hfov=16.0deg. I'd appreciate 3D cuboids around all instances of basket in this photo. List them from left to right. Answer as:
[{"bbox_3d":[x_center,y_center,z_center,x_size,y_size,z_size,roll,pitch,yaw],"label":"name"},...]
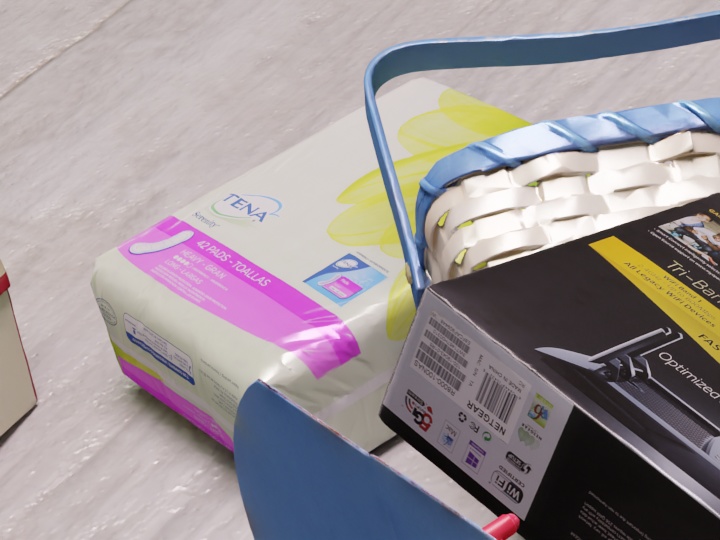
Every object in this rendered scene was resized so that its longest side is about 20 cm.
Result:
[{"bbox_3d":[0.095,-0.017,0.980,0.176,0.139,0.200,-6,56,0],"label":"basket"}]

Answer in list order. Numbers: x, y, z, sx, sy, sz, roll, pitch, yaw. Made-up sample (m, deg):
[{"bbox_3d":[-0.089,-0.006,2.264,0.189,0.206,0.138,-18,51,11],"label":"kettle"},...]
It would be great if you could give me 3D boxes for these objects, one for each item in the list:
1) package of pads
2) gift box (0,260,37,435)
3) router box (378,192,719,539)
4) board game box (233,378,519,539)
[{"bbox_3d":[0.000,0.000,1.103,0.200,0.068,0.154,-30,33,-22],"label":"package of pads"},{"bbox_3d":[-0.275,0.036,1.090,0.199,0.185,0.187,-5,23,28],"label":"gift box"},{"bbox_3d":[0.130,0.062,0.772,0.200,0.052,0.157,39,35,29],"label":"router box"},{"bbox_3d":[0.035,0.107,0.769,0.039,0.158,0.200,-31,35,-23],"label":"board game box"}]
